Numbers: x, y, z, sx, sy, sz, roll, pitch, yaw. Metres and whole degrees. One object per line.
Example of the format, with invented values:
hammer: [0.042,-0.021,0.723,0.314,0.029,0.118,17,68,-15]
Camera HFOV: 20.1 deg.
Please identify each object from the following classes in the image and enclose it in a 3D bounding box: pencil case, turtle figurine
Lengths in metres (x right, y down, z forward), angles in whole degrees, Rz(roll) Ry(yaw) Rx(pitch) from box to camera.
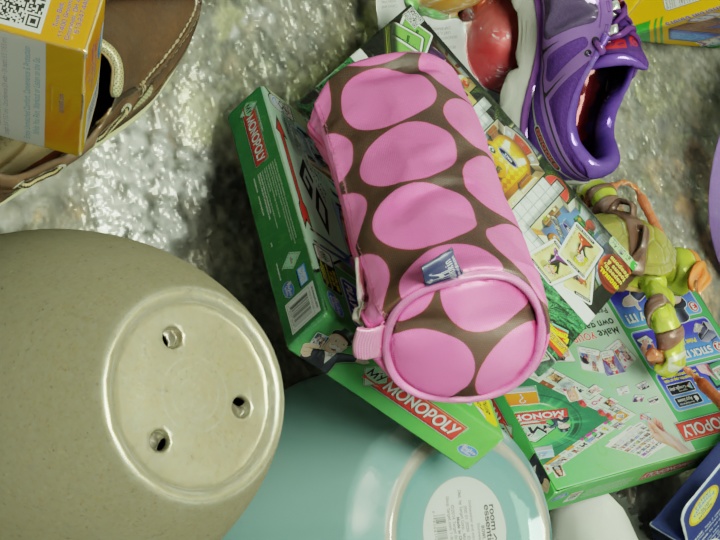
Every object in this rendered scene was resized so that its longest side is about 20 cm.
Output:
pencil case: [0.027,-0.027,0.998,0.093,0.200,0.091,-10,128,-5]
turtle figurine: [0.150,-0.003,1.220,0.161,0.064,0.200,9,44,-25]

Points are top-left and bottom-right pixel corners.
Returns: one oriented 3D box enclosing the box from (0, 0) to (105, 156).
box: [-0.217,-0.115,0.924,0.199,0.119,0.042,17,69,-4]

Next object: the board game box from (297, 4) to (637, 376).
board game box: [0.063,-0.047,1.134,0.200,0.023,0.105,48,50,-4]

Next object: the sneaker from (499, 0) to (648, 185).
sneaker: [0.136,-0.149,1.179,0.080,0.083,0.201,-7,104,-39]

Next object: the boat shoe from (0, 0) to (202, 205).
boat shoe: [-0.139,-0.097,1.046,0.075,0.075,0.202,52,55,-18]

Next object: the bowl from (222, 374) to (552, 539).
bowl: [0.027,0.150,1.109,0.200,0.105,0.202,7,77,-36]

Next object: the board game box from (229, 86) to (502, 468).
board game box: [0.000,0.000,1.076,0.134,0.029,0.200,35,23,-34]

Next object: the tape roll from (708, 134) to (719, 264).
tape roll: [0.322,-0.064,1.359,0.200,0.066,0.201,-15,114,-37]

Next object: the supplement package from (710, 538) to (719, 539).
supplement package: [0.114,0.253,1.058,0.199,0.156,0.111,-17,52,-8]

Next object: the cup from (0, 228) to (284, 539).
cup: [-0.118,0.069,0.988,0.200,0.143,0.201,8,77,-37]

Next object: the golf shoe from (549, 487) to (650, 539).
golf shoe: [0.120,0.216,1.187,0.094,0.078,0.201,7,76,-36]

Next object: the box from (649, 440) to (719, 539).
box: [0.230,0.153,1.236,0.121,0.032,0.200,-46,144,-21]

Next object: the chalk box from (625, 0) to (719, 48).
chalk box: [0.249,-0.220,1.331,0.200,0.123,0.125,-3,81,-55]

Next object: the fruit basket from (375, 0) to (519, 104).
fruit basket: [0.074,-0.169,1.236,0.185,0.094,0.201,-13,105,-38]

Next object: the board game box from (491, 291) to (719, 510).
board game box: [0.151,0.065,1.236,0.199,0.029,0.135,-9,61,-38]
